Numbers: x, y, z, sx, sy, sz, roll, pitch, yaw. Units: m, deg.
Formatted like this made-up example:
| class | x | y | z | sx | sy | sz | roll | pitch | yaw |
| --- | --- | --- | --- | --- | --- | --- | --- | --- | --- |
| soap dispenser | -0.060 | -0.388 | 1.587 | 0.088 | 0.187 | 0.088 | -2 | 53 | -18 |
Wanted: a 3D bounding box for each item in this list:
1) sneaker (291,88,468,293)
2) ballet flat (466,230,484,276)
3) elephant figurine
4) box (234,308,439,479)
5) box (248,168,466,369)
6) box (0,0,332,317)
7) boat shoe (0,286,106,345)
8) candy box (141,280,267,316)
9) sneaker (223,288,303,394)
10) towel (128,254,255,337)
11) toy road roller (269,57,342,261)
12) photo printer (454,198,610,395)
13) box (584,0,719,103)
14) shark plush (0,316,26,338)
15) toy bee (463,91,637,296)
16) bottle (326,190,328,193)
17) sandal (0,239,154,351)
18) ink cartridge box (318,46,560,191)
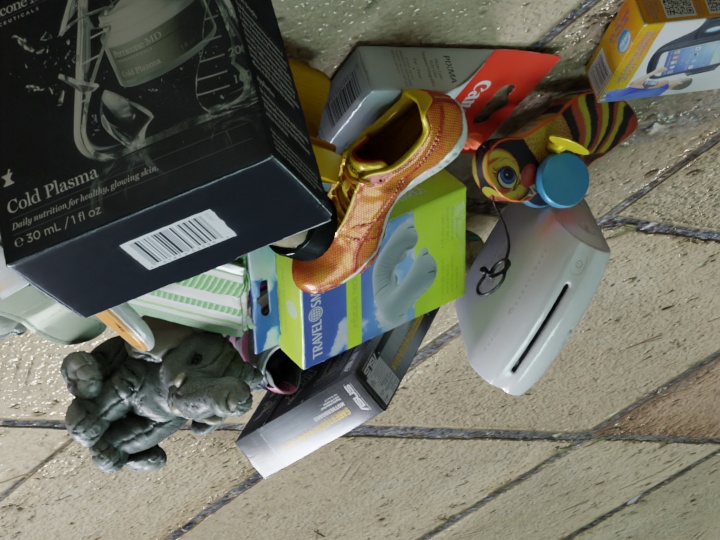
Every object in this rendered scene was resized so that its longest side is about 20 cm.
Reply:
| class | x | y | z | sx | sy | sz | roll | pitch | yaw |
| --- | --- | --- | --- | --- | --- | --- | --- | --- | --- |
| sneaker | 0.000 | -0.067 | 1.521 | 0.077 | 0.073 | 0.201 | 14 | 120 | -48 |
| ballet flat | 0.054 | 0.020 | 1.896 | 0.070 | 0.071 | 0.200 | 3 | 149 | -38 |
| elephant figurine | -0.150 | 0.094 | 1.684 | 0.199 | 0.157 | 0.141 | -25 | 153 | 27 |
| box | -0.016 | 0.090 | 1.790 | 0.158 | 0.048 | 0.200 | -33 | -165 | 33 |
| box | 0.000 | 0.000 | 1.654 | 0.199 | 0.048 | 0.123 | -24 | 133 | -26 |
| box | -0.148 | -0.104 | 1.316 | 0.198 | 0.198 | 0.124 | -21 | 155 | 12 |
| boat shoe | -0.287 | 0.001 | 1.624 | 0.071 | 0.061 | 0.201 | -24 | 149 | 17 |
| candy box | -0.093 | 0.026 | 1.809 | 0.136 | 0.062 | 0.200 | 7 | 148 | -43 |
| sneaker | -0.092 | 0.086 | 1.762 | 0.070 | 0.083 | 0.200 | 0 | 151 | -30 |
| towel | -0.158 | 0.004 | 1.541 | 0.151 | 0.024 | 0.200 | 13 | 163 | 1 |
| toy road roller | -0.102 | -0.097 | 1.499 | 0.199 | 0.148 | 0.122 | 13 | 179 | 39 |
| photo printer | 0.153 | 0.012 | 1.731 | 0.069 | 0.200 | 0.167 | 27 | 107 | -12 |
| box | 0.299 | -0.196 | 1.613 | 0.198 | 0.042 | 0.119 | -7 | 154 | -17 |
| shark plush | -0.334 | 0.023 | 1.688 | 0.083 | 0.092 | 0.199 | -8 | -175 | 31 |
| toy bee | 0.143 | -0.094 | 1.638 | 0.109 | 0.201 | 0.130 | 46 | 146 | -17 |
| bottle | 0.001 | -0.037 | 1.722 | 0.084 | 0.066 | 0.199 | -45 | 146 | 24 |
| sandal | -0.250 | 0.006 | 1.505 | 0.059 | 0.206 | 0.079 | -50 | -174 | -17 |
| ink cartridge box | 0.053 | -0.122 | 1.599 | 0.198 | 0.048 | 0.160 | -1 | 152 | -29 |
